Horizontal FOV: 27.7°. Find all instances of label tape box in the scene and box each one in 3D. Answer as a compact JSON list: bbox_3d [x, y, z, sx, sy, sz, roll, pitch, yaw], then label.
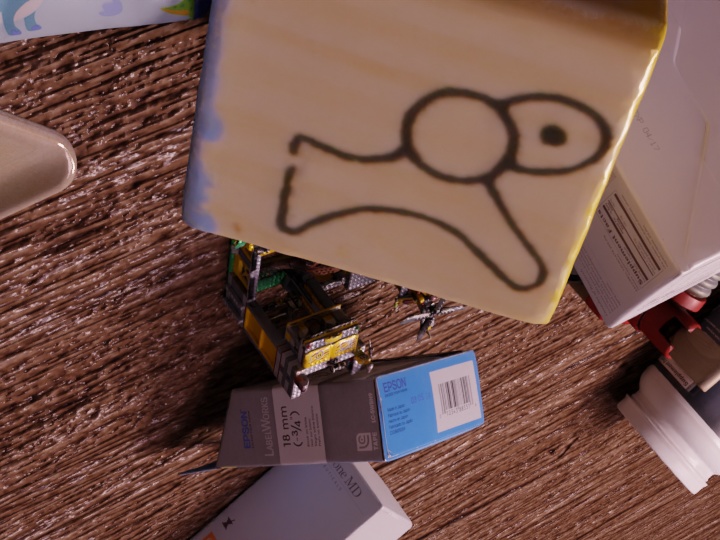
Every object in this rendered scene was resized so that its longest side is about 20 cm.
[{"bbox_3d":[-0.027,0.108,1.123,0.199,0.064,0.144,-8,-179,34],"label":"label tape box"}]

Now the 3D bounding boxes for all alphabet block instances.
[{"bbox_3d":[0.035,-0.121,0.748,0.198,0.197,0.196,16,135,-1],"label":"alphabet block"}]

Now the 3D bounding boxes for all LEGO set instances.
[{"bbox_3d":[0.000,0.000,1.010,0.199,0.116,0.155,-14,141,-34],"label":"LEGO set"}]

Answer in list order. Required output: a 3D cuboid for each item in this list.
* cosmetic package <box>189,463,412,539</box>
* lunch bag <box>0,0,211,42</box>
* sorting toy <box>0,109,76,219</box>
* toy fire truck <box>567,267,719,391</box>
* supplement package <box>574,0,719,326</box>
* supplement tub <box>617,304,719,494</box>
[{"bbox_3d":[-0.066,0.240,1.262,0.200,0.102,0.071,-42,147,4],"label":"cosmetic package"},{"bbox_3d":[-0.148,-0.202,0.612,0.169,0.127,0.201,-14,129,-31],"label":"lunch bag"},{"bbox_3d":[-0.250,-0.034,0.644,0.184,0.037,0.200,-22,160,19],"label":"sorting toy"},{"bbox_3d":[0.275,0.000,1.210,0.128,0.200,0.176,9,126,-50],"label":"toy fire truck"},{"bbox_3d":[0.197,-0.094,0.980,0.155,0.201,0.111,-24,168,-23],"label":"supplement package"},{"bbox_3d":[0.383,0.122,1.532,0.200,0.141,0.140,-42,148,6],"label":"supplement tub"}]
